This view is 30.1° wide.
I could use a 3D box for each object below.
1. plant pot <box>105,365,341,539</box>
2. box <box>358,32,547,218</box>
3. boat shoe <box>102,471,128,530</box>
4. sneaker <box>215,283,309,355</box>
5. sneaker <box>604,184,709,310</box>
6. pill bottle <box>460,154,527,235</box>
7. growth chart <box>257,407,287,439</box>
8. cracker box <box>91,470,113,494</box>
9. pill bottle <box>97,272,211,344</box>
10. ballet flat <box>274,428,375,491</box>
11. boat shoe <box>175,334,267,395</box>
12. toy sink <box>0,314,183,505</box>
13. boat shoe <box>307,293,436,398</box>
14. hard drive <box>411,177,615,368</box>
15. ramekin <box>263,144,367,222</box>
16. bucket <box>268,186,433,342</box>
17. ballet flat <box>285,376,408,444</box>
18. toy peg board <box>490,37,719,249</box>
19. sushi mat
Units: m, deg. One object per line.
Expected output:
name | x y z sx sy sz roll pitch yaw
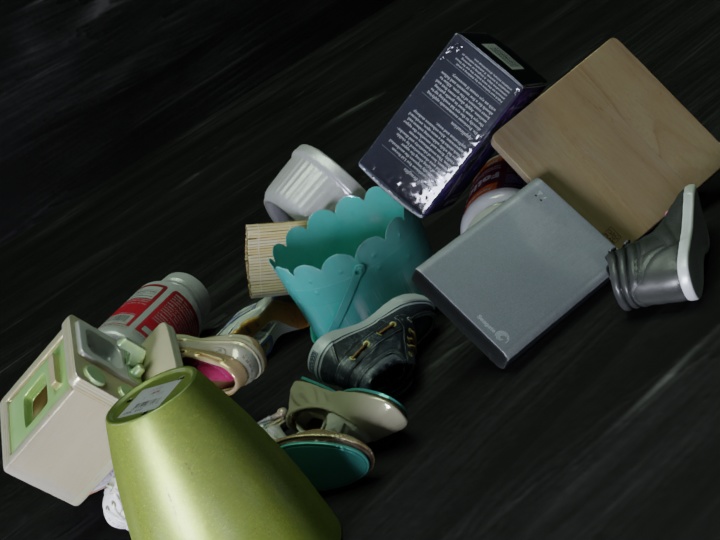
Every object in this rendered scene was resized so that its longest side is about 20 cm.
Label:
plant pot | -0.143 0.195 1.216 0.186 0.201 0.187 -24 18 8
box | 0.111 -0.175 1.594 0.200 0.104 0.148 -53 -9 20
boat shoe | -0.242 0.249 1.437 0.069 0.071 0.200 -50 9 -10
sneaker | -0.122 0.057 1.788 0.200 0.076 0.088 -35 19 -25
sneaker | 0.309 -0.027 1.403 0.099 0.071 0.200 -13 26 25
pill bottle | 0.180 -0.060 1.612 0.114 0.115 0.200 -21 18 18
growth chart | -0.130 0.215 1.446 0.144 0.018 0.200 -29 18 -4
cracker box | -0.263 0.188 1.646 0.199 0.058 0.134 -25 20 3
pill bottle | -0.294 0.086 1.893 0.112 0.113 0.200 -16 20 32
ballet flat | -0.078 0.189 1.337 0.199 0.071 0.065 -12 24 15
boat shoe | -0.206 0.118 1.557 0.199 0.074 0.069 -12 20 32
toy sink | -0.307 0.138 1.507 0.200 0.112 0.131 -46 33 14
boat shoe | 0.039 0.091 1.490 0.091 0.071 0.200 27 35 33
hard drive | 0.172 0.000 1.442 0.200 0.140 0.033 -36 -19 -28
ramekin | -0.048 -0.070 1.860 0.094 0.203 0.202 -44 21 -11
bucket | 0.000 0.000 1.661 0.206 0.135 0.207 -24 19 9
ballet flat | -0.021 0.157 1.397 0.069 0.070 0.200 -35 17 -24
toy peg board | 0.286 -0.128 1.575 0.199 0.200 0.098 -39 -12 -12
sushi mat | -0.053 -0.020 1.754 0.199 0.096 0.012 -6 3 -15
